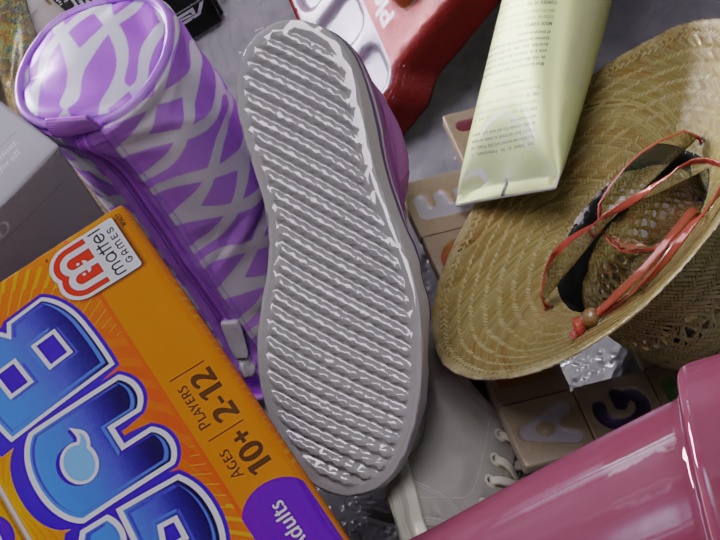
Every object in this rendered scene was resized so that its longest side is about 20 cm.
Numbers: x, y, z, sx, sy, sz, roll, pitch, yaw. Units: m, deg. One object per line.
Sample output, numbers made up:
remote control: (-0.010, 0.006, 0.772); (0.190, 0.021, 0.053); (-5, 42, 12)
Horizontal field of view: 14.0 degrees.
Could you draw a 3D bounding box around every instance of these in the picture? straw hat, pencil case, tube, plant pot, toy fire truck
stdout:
straw hat: (0.126, -0.004, 1.223); (0.201, 0.085, 0.201); (-41, 23, 22)
pencil case: (-0.078, -0.031, 1.291); (0.084, 0.200, 0.086); (-4, 49, 30)
tube: (0.088, -0.124, 1.293); (0.052, 0.058, 0.201); (12, 74, 12)
plant pot: (0.107, 0.141, 1.059); (0.178, 0.200, 0.201); (-17, 53, 8)
toy fire truck: (0.013, -0.182, 1.400); (0.168, 0.112, 0.201); (-49, 50, 31)

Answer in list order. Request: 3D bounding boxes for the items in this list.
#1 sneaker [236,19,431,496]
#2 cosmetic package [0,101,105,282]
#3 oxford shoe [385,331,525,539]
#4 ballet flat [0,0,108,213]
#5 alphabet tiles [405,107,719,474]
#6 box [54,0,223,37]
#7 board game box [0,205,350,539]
sneaker: (0.001, 0.000, 1.256); (0.072, 0.114, 0.202); (-7, 79, 12)
cosmetic package: (-0.151, 0.020, 1.275); (0.107, 0.200, 0.090); (-47, 54, -11)
oxford shoe: (0.046, 0.099, 1.233); (0.058, 0.075, 0.201); (-21, 48, 8)
ballet flat: (-0.159, -0.090, 1.407); (0.070, 0.071, 0.201); (-20, 80, 5)
alphabet tiles: (0.115, -0.009, 1.292); (0.166, 0.008, 0.200); (-14, 52, -12)
box: (-0.196, -0.153, 1.509); (0.193, 0.048, 0.200); (-33, 53, -1)
board game box: (-0.102, 0.144, 1.174); (0.199, 0.200, 0.200); (-33, 52, -5)
